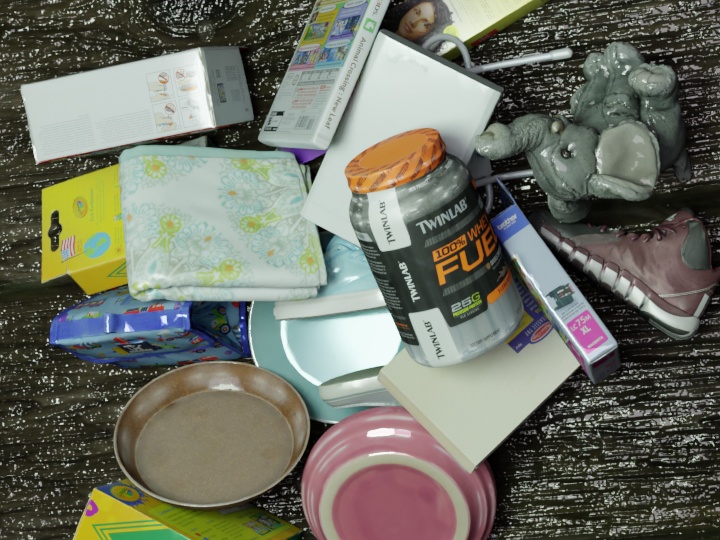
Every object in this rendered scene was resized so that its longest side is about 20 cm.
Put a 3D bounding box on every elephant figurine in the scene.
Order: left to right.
[{"bbox_3d":[0.216,-0.109,1.591,0.155,0.142,0.200,31,60,18],"label":"elephant figurine"}]

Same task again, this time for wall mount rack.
[{"bbox_3d":[0.133,-0.143,1.677,0.173,0.074,0.202,-17,104,-23],"label":"wall mount rack"}]

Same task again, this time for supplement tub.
[{"bbox_3d":[0.066,-0.022,1.560,0.122,0.123,0.201,-20,110,13],"label":"supplement tub"}]

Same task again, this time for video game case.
[{"bbox_3d":[-0.034,-0.209,1.675,0.022,0.200,0.183,24,87,-19],"label":"video game case"}]

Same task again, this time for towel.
[{"bbox_3d":[-0.138,-0.048,1.666,0.198,0.048,0.172,0,51,-15],"label":"towel"}]

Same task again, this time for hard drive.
[{"bbox_3d":[0.038,-0.113,1.620,0.131,0.026,0.201,27,111,6],"label":"hard drive"}]

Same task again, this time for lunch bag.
[{"bbox_3d":[-0.216,0.050,1.710,0.149,0.200,0.095,-5,86,15],"label":"lunch bag"}]

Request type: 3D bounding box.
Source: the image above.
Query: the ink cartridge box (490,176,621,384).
[{"bbox_3d":[0.180,0.012,1.615,0.042,0.119,0.201,-33,73,2],"label":"ink cartridge box"}]

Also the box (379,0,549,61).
[{"bbox_3d":[0.102,-0.265,1.713,0.199,0.050,0.076,-31,81,11],"label":"box"}]

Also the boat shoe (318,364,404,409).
[{"bbox_3d":[0.059,0.129,1.679,0.199,0.070,0.072,-6,93,-7],"label":"boat shoe"}]

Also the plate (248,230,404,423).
[{"bbox_3d":[-0.020,0.059,1.747,0.198,0.026,0.202,0,89,15],"label":"plate"}]

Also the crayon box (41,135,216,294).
[{"bbox_3d":[-0.240,-0.054,1.772,0.198,0.051,0.128,-15,56,14],"label":"crayon box"}]

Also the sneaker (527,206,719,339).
[{"bbox_3d":[0.270,-0.029,1.656,0.199,0.076,0.116,35,88,6],"label":"sneaker"}]

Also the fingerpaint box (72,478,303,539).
[{"bbox_3d":[-0.172,0.273,1.689,0.166,0.200,0.074,25,98,14],"label":"fingerpaint box"}]

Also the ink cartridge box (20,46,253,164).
[{"bbox_3d":[-0.221,-0.175,1.742,0.198,0.176,0.085,-10,96,15],"label":"ink cartridge box"}]

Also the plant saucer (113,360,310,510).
[{"bbox_3d":[-0.149,0.172,1.696,0.199,0.201,0.035,12,134,15],"label":"plant saucer"}]

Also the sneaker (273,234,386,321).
[{"bbox_3d":[0.000,0.000,1.694,0.198,0.074,0.083,-9,89,14],"label":"sneaker"}]

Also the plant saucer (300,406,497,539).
[{"bbox_3d":[0.036,0.234,1.668,0.199,0.051,0.202,4,116,8],"label":"plant saucer"}]

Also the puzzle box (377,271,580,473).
[{"bbox_3d":[0.130,0.088,1.650,0.133,0.025,0.200,44,64,13],"label":"puzzle box"}]

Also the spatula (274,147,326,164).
[{"bbox_3d":[-0.109,-0.102,1.777,0.199,0.021,0.057,-36,59,15],"label":"spatula"}]
